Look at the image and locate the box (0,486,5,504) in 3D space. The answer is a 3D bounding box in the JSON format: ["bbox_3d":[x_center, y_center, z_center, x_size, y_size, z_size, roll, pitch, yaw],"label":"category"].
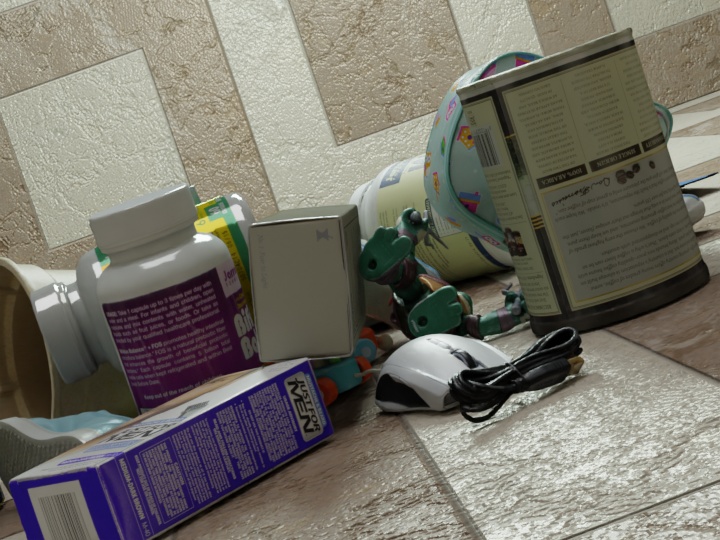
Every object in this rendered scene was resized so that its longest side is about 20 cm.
[{"bbox_3d":[-0.335,0.181,1.212,0.064,0.071,0.200,-18,5,-2],"label":"box"}]

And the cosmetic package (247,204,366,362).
[{"bbox_3d":[-0.037,0.005,1.191,0.072,0.105,0.200,-4,4,4],"label":"cosmetic package"}]

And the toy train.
[{"bbox_3d":[-0.026,0.069,1.308,0.149,0.056,0.200,-21,5,-16],"label":"toy train"}]

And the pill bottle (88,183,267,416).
[{"bbox_3d":[-0.141,0.040,1.203,0.111,0.202,0.112,-18,10,3],"label":"pill bottle"}]

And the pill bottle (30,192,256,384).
[{"bbox_3d":[-0.174,0.020,1.310,0.198,0.114,0.113,-23,6,-7],"label":"pill bottle"}]

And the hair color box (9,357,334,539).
[{"bbox_3d":[-0.125,0.127,1.048,0.109,0.066,0.199,-15,5,44],"label":"hair color box"}]

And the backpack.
[{"bbox_3d":[0.160,-0.096,1.343,0.198,0.178,0.153,20,0,-6],"label":"backpack"}]

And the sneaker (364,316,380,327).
[{"bbox_3d":[0.002,0.014,1.616,0.071,0.081,0.200,-21,6,-19],"label":"sneaker"}]

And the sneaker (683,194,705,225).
[{"bbox_3d":[0.224,-0.063,1.465,0.198,0.106,0.076,-17,6,29],"label":"sneaker"}]

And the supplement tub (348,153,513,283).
[{"bbox_3d":[0.096,-0.060,1.685,0.198,0.147,0.144,-15,7,40],"label":"supplement tub"}]

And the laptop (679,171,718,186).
[{"bbox_3d":[0.275,-0.120,1.771,0.116,0.199,0.187,-53,4,-5],"label":"laptop"}]

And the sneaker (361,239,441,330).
[{"bbox_3d":[0.000,0.000,1.374,0.072,0.073,0.199,-45,-44,20],"label":"sneaker"}]

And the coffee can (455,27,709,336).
[{"bbox_3d":[0.172,-0.069,1.193,0.145,0.202,0.146,-18,5,2],"label":"coffee can"}]

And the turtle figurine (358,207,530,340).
[{"bbox_3d":[0.070,0.018,1.274,0.149,0.102,0.200,30,7,19],"label":"turtle figurine"}]

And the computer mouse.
[{"bbox_3d":[0.064,0.067,1.059,0.109,0.044,0.199,-23,7,-27],"label":"computer mouse"}]

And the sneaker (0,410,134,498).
[{"bbox_3d":[-0.222,0.147,1.210,0.081,0.075,0.199,-14,9,-38],"label":"sneaker"}]

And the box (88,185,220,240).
[{"bbox_3d":[-0.156,0.026,1.412,0.121,0.202,0.048,-22,-3,-31],"label":"box"}]

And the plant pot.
[{"bbox_3d":[-0.254,0.076,1.467,0.182,0.203,0.200,-10,-1,-36],"label":"plant pot"}]
